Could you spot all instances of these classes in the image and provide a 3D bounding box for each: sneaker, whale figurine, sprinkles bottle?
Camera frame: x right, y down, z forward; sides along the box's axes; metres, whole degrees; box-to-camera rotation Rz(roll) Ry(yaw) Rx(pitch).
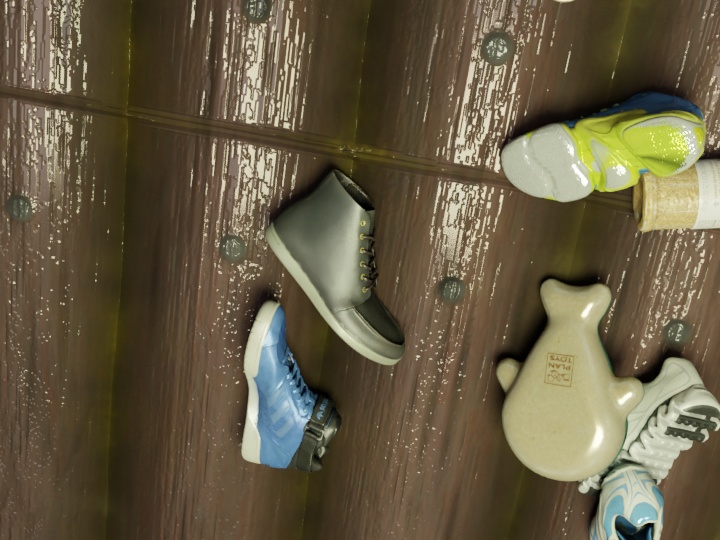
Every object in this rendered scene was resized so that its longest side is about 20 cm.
[{"bbox_3d":[0.301,0.174,0.905,0.074,0.082,0.201,17,130,-21],"label":"sneaker"},{"bbox_3d":[0.239,-0.122,0.819,0.196,0.105,0.077,1,118,38],"label":"sneaker"},{"bbox_3d":[-0.069,0.132,0.925,0.108,0.077,0.205,11,113,9],"label":"sneaker"},{"bbox_3d":[0.222,0.114,0.888,0.156,0.103,0.206,3,86,31],"label":"whale figurine"},{"bbox_3d":[0.287,0.286,0.910,0.070,0.074,0.202,-8,136,7],"label":"sneaker"},{"bbox_3d":[0.000,0.000,0.877,0.106,0.075,0.201,-39,99,19],"label":"sneaker"},{"bbox_3d":[0.368,-0.075,0.815,0.195,0.068,0.070,-2,108,8],"label":"sprinkles bottle"}]

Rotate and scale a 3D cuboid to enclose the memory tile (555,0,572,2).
[{"bbox_3d":[0.229,-0.357,0.768,0.149,0.017,0.205,-6,107,9],"label":"memory tile"}]
